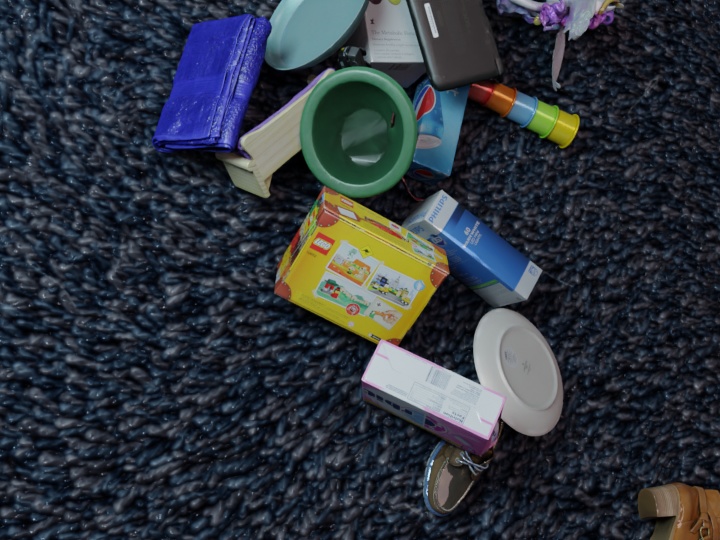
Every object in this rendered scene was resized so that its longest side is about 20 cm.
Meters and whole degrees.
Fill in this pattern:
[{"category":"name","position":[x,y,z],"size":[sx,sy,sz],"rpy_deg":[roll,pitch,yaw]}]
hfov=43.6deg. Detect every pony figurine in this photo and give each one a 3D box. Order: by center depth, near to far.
[{"category":"pony figurine","position":[0.324,-0.426,1.481],"size":[0.199,0.167,0.194],"rpy_deg":[26,64,0]}]

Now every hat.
[{"category":"hat","position":[0.013,-0.195,1.301],"size":[0.164,0.176,0.202],"rpy_deg":[11,107,10]}]

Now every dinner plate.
[{"category":"dinner plate","position":[0.247,0.149,1.361],"size":[0.199,0.024,0.202],"rpy_deg":[22,53,-32]}]

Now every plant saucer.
[{"category":"plant saucer","position":[-0.058,-0.364,1.291],"size":[0.027,0.199,0.202],"rpy_deg":[37,67,-40]}]

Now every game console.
[{"category":"game console","position":[0.140,-0.373,1.360],"size":[0.174,0.116,0.202],"rpy_deg":[-18,93,-18]}]

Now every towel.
[{"category":"towel","position":[-0.208,-0.257,1.231],"size":[0.050,0.147,0.202],"rpy_deg":[38,62,-53]}]

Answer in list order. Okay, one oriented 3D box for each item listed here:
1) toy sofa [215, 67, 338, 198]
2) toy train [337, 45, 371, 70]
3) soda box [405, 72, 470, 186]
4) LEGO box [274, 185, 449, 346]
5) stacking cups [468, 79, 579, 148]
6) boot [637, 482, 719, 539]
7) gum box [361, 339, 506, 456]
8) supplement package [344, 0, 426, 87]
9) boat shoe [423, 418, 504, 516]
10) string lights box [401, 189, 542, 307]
[{"category":"toy sofa","position":[-0.107,-0.204,1.271],"size":[0.200,0.082,0.098],"rpy_deg":[-44,132,-22]},{"category":"toy train","position":[0.005,-0.254,1.309],"size":[0.045,0.200,0.034],"rpy_deg":[17,68,24]},{"category":"soda box","position":[0.117,-0.240,1.398],"size":[0.067,0.064,0.202],"rpy_deg":[19,74,-18]},{"category":"LEGO box","position":[0.000,0.000,1.258],"size":[0.199,0.077,0.149],"rpy_deg":[27,114,-15]},{"category":"stacking cups","position":[0.256,-0.260,1.464],"size":[0.198,0.060,0.061],"rpy_deg":[19,74,-14]},{"category":"boot","position":[0.519,0.443,1.442],"size":[0.154,0.077,0.202],"rpy_deg":[6,71,-25]},{"category":"gum box","position":[0.104,0.181,1.249],"size":[0.199,0.114,0.067],"rpy_deg":[24,70,11]},{"category":"supplement package","position":[0.031,-0.391,1.364],"size":[0.113,0.109,0.202],"rpy_deg":[-6,83,-23]},{"category":"boat shoe","position":[0.155,0.264,1.318],"size":[0.072,0.072,0.201],"rpy_deg":[31,71,-14]},{"category":"string lights box","position":[0.163,-0.028,1.357],"size":[0.199,0.103,0.059],"rpy_deg":[37,70,-12]}]
